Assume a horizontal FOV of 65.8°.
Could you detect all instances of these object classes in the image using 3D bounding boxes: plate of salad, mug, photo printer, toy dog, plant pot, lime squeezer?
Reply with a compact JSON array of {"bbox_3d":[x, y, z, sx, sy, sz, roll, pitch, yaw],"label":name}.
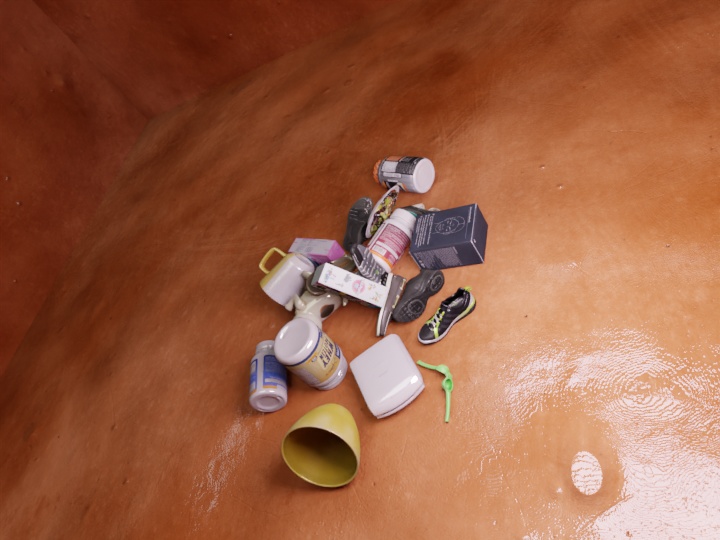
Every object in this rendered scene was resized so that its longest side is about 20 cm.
[{"bbox_3d":[0.080,-0.188,1.839,0.048,0.200,0.200,33,74,13],"label":"plate of salad"},{"bbox_3d":[-0.246,0.013,1.855,0.153,0.186,0.149,-52,10,11],"label":"mug"},{"bbox_3d":[0.072,0.287,1.490,0.166,0.069,0.200,-35,41,5],"label":"photo printer"},{"bbox_3d":[-0.143,0.133,1.758,0.194,0.140,0.200,17,66,24],"label":"toy dog"},{"bbox_3d":[-0.083,0.425,1.417,0.200,0.200,0.142,-17,21,24],"label":"plant pot"},{"bbox_3d":[0.204,0.285,1.420,0.071,0.038,0.200,-33,42,8],"label":"lime squeezer"}]

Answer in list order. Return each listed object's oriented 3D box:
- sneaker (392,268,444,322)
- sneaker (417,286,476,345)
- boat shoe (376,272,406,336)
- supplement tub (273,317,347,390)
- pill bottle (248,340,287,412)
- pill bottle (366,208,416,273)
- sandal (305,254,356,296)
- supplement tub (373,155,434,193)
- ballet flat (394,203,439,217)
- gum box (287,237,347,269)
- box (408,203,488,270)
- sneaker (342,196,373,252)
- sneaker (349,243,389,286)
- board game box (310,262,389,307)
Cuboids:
[{"bbox_3d":[0.158,0.072,1.627,0.200,0.076,0.091,-44,34,-19],"label":"sneaker"},{"bbox_3d":[0.225,0.115,1.519,0.200,0.083,0.072,-42,41,-2],"label":"sneaker"},{"bbox_3d":[0.091,0.103,1.640,0.060,0.072,0.201,14,67,0],"label":"boat shoe"},{"bbox_3d":[-0.138,0.243,1.585,0.144,0.200,0.145,-20,45,21],"label":"supplement tub"},{"bbox_3d":[-0.279,0.316,1.692,0.112,0.112,0.200,-25,43,17],"label":"pill bottle"},{"bbox_3d":[0.096,-0.093,1.779,0.109,0.110,0.200,17,66,44],"label":"pill bottle"},{"bbox_3d":[-0.090,0.003,1.726,0.200,0.054,0.080,-35,64,-24],"label":"sandal"},{"bbox_3d":[0.149,-0.338,1.947,0.200,0.123,0.123,15,64,44],"label":"supplement tub"},{"bbox_3d":[0.207,-0.178,1.813,0.200,0.068,0.068,21,57,34],"label":"ballet flat"},{"bbox_3d":[-0.144,-0.049,1.913,0.200,0.114,0.066,7,58,39],"label":"gum box"},{"bbox_3d":[0.264,-0.096,1.659,0.200,0.107,0.149,-9,49,32],"label":"box"},{"bbox_3d":[0.001,-0.166,1.880,0.076,0.200,0.114,20,27,10],"label":"sneaker"},{"bbox_3d":[0.000,0.000,1.706,0.115,0.200,0.075,-7,44,42],"label":"sneaker"},{"bbox_3d":[-0.034,0.047,1.629,0.148,0.200,0.064,163,127,-76],"label":"board game box"}]
